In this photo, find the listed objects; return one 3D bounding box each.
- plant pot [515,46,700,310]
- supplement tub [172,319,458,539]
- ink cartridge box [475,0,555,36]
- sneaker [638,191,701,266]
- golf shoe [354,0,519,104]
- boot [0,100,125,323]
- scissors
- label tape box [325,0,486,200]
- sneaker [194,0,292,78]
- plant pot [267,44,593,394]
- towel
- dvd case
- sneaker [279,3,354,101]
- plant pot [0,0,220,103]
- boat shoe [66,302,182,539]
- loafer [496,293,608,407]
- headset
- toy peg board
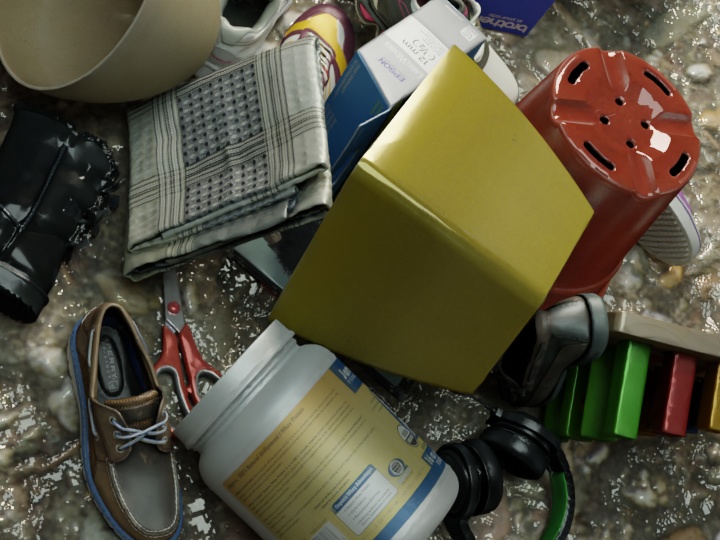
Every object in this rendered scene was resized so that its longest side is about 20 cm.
[{"bbox_3d":[0.187,-0.083,1.440,0.199,0.195,0.202,12,57,-20],"label":"plant pot"},{"bbox_3d":[-0.036,0.152,1.284,0.200,0.145,0.145,44,59,-1],"label":"supplement tub"},{"bbox_3d":[0.089,-0.285,1.564,0.198,0.094,0.045,9,64,-18],"label":"ink cartridge box"},{"bbox_3d":[0.290,-0.107,1.578,0.114,0.073,0.201,-26,78,-32],"label":"sneaker"},{"bbox_3d":[0.086,-0.211,1.517,0.199,0.088,0.078,36,62,-27],"label":"golf shoe"},{"bbox_3d":[-0.300,-0.068,1.324,0.197,0.073,0.163,32,61,-14],"label":"boot"},{"bbox_3d":[-0.162,0.044,1.361,0.073,0.014,0.202,-14,74,-24],"label":"scissors"},{"bbox_3d":[0.007,-0.140,1.412,0.066,0.144,0.200,45,46,8],"label":"label tape box"},{"bbox_3d":[-0.091,-0.264,1.479,0.077,0.099,0.201,21,61,-11],"label":"sneaker"},{"bbox_3d":[0.070,-0.022,1.319,0.176,0.200,0.200,35,44,3],"label":"plant pot"},{"bbox_3d":[-0.115,-0.098,1.345,0.191,0.035,0.201,-18,49,14],"label":"towel"},{"bbox_3d":[0.000,0.000,1.442,0.200,0.022,0.146,41,59,-2],"label":"dvd case"},{"bbox_3d":[-0.050,-0.176,1.461,0.075,0.090,0.201,29,60,-7],"label":"sneaker"},{"bbox_3d":[-0.198,-0.226,1.388,0.134,0.199,0.202,24,54,-49],"label":"plant pot"},{"bbox_3d":[-0.187,0.121,1.283,0.072,0.072,0.201,-14,73,-26],"label":"boat shoe"},{"bbox_3d":[0.144,0.066,1.367,0.062,0.200,0.073,-2,70,-16],"label":"loafer"},{"bbox_3d":[0.104,0.161,1.384,0.123,0.094,0.201,-31,102,-28],"label":"headset"},{"bbox_3d":[0.259,0.112,1.406,0.197,0.200,0.099,14,80,-16],"label":"toy peg board"}]
